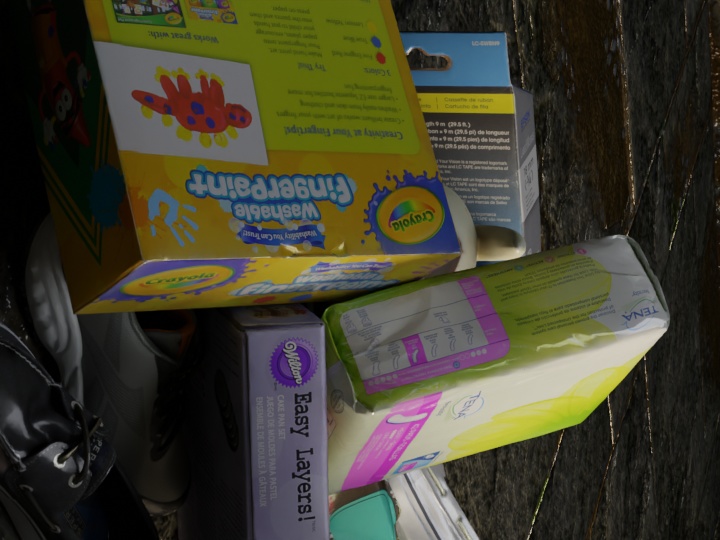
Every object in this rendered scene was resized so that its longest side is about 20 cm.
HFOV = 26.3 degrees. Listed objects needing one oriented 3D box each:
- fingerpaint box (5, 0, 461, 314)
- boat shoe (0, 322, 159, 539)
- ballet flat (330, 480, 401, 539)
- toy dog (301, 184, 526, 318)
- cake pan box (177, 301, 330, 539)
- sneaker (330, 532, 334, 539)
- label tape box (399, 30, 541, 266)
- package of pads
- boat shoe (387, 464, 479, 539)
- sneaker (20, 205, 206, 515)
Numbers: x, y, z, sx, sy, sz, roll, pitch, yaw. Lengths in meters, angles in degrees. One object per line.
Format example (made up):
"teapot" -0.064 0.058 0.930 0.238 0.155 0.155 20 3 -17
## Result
"fingerpaint box" -0.062 -0.070 0.777 0.199 0.073 0.168 -3 71 -42
"boat shoe" -0.150 0.096 0.764 0.201 0.066 0.070 74 28 -42
"ballet flat" -0.016 0.152 1.109 0.075 0.064 0.201 -15 108 -21
"toy dog" 0.000 0.000 0.986 0.200 0.193 0.141 -26 127 -76
"cake pan box" -0.067 0.097 0.871 0.200 0.052 0.186 -152 -119 -69
"sneaker" -0.065 0.201 1.003 0.200 0.099 0.070 155 -86 -81
"label tape box" 0.060 -0.096 1.180 0.063 0.143 0.201 -51 140 -57
"package of pads" 0.060 0.055 0.870 0.155 0.199 0.069 117 -45 -59
"boat shoe" 0.032 0.163 1.168 0.067 0.073 0.201 -32 101 -32
"sneaker" -0.119 0.057 0.825 0.074 0.079 0.201 -64 151 -48
